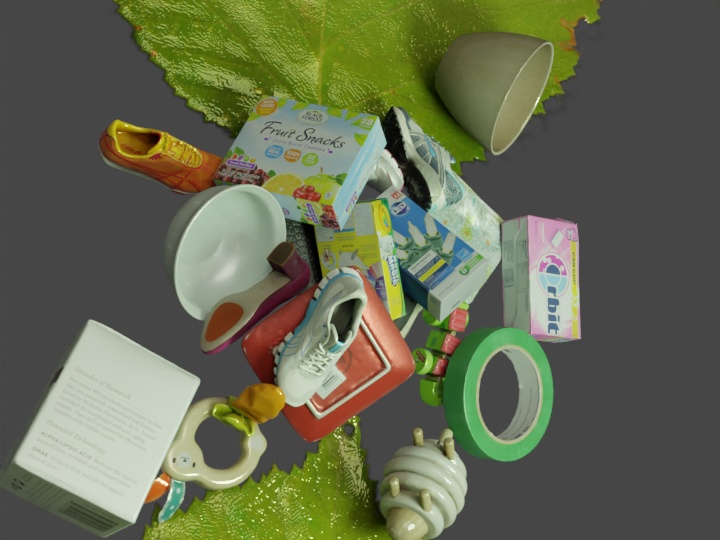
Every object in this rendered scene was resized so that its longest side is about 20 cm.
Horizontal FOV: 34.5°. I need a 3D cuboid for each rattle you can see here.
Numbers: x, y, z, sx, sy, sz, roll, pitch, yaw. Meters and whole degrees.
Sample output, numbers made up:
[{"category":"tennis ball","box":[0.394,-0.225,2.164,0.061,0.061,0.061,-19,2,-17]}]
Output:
[{"category":"rattle","box":[-0.197,0.243,1.527,0.199,0.142,0.131,-29,105,-37]}]

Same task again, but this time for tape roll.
[{"category":"tape roll","box":[0.211,0.187,1.761,0.199,0.048,0.202,2,87,-39]}]

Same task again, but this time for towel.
[{"category":"towel","box":[0.143,-0.046,1.847,0.171,0.048,0.200,43,60,-6]}]

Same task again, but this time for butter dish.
[{"category":"butter dish","box":[-0.056,0.102,1.644,0.199,0.148,0.201,-34,114,-5]}]

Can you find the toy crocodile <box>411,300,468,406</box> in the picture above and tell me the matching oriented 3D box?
[{"category":"toy crocodile","box":[0.127,0.106,1.755,0.067,0.062,0.202,22,81,-39]}]

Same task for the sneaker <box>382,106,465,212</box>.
[{"category":"sneaker","box":[0.099,-0.177,1.839,0.086,0.078,0.201,-10,61,-28]}]

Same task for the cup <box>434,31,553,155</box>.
[{"category":"cup","box":[0.208,-0.313,1.907,0.143,0.201,0.200,31,58,17]}]

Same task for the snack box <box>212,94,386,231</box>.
[{"category":"snack box","box":[-0.087,-0.159,1.676,0.199,0.068,0.169,15,61,23]}]

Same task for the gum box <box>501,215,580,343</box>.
[{"category":"gum box","box":[0.290,0.010,1.862,0.113,0.066,0.202,7,78,-36]}]

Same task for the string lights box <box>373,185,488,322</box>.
[{"category":"string lights box","box":[0.082,-0.027,1.723,0.103,0.059,0.200,-40,63,-22]}]

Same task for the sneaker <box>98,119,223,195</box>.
[{"category":"sneaker","box":[-0.275,-0.160,1.661,0.199,0.077,0.074,12,66,-26]}]

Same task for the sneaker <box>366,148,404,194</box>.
[{"category":"sneaker","box":[-0.028,-0.163,1.789,0.199,0.081,0.089,29,63,-5]}]

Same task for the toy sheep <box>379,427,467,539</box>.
[{"category":"toy sheep","box":[0.092,0.304,1.652,0.138,0.138,0.200,42,54,-8]}]

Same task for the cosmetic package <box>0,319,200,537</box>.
[{"category":"cosmetic package","box":[-0.331,0.202,1.455,0.164,0.165,0.201,30,61,-14]}]

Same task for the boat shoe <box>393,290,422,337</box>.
[{"category":"boat shoe","box":[0.047,0.073,1.744,0.067,0.072,0.201,30,74,4]}]

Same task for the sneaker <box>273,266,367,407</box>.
[{"category":"sneaker","box":[-0.051,0.096,1.518,0.075,0.087,0.201,21,102,-24]}]

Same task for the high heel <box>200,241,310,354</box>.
[{"category":"high heel","box":[-0.141,0.058,1.628,0.067,0.096,0.200,33,71,34]}]

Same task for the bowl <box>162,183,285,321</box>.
[{"category":"bowl","box":[-0.206,-0.037,1.621,0.200,0.090,0.202,-27,130,-38]}]

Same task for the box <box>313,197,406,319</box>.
[{"category":"box","box":[0.000,0.000,1.692,0.048,0.117,0.202,-16,101,-52]}]

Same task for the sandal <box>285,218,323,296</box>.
[{"category":"sandal","box":[-0.100,-0.059,1.739,0.075,0.045,0.202,-8,91,-23]}]
